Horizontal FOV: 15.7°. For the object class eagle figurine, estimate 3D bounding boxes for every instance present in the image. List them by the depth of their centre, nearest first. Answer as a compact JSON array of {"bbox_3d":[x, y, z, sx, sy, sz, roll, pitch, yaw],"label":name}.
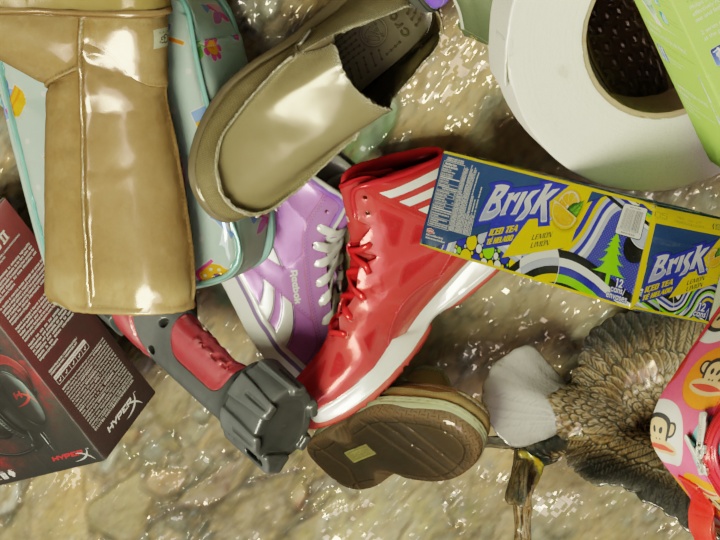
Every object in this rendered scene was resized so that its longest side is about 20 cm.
[{"bbox_3d":[0.188,0.101,1.714,0.199,0.151,0.152,-7,111,30],"label":"eagle figurine"}]

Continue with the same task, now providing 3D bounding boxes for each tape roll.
[{"bbox_3d":[0.175,-0.146,1.551,0.202,0.037,0.204,-6,112,-14],"label":"tape roll"}]

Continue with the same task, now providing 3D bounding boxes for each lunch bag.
[{"bbox_3d":[0.265,0.115,1.601,0.082,0.176,0.200,17,154,53],"label":"lunch bag"},{"bbox_3d":[-0.146,-0.083,1.667,0.160,0.077,0.201,-10,94,25],"label":"lunch bag"}]

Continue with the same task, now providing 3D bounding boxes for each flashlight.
[{"bbox_3d":[-0.101,0.049,1.712,0.068,0.200,0.068,-42,135,-12],"label":"flashlight"}]

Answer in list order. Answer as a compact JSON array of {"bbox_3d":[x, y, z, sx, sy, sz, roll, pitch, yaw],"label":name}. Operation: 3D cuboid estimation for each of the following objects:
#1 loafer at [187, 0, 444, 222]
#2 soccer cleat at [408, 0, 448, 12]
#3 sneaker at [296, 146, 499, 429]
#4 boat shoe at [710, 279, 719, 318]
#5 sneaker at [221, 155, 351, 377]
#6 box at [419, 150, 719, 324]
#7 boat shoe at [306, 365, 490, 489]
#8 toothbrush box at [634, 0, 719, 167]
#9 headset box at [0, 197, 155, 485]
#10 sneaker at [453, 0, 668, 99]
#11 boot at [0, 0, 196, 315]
[{"bbox_3d":[-0.025,-0.109,1.593,0.200,0.067,0.076,-49,115,-10],"label":"loafer"},{"bbox_3d":[0.034,-0.233,1.404,0.073,0.068,0.201,-9,116,14],"label":"soccer cleat"},{"bbox_3d":[0.000,0.000,1.687,0.200,0.078,0.116,-46,112,-1],"label":"sneaker"},{"bbox_3d":[0.286,-0.029,1.643,0.071,0.070,0.201,8,119,-25],"label":"boat shoe"},{"bbox_3d":[-0.029,-0.004,1.727,0.114,0.073,0.201,-23,114,22],"label":"sneaker"},{"bbox_3d":[0.127,-0.022,1.570,0.070,0.200,0.065,10,96,-37],"label":"box"},{"bbox_3d":[0.033,0.093,1.729,0.072,0.076,0.200,47,154,-16],"label":"boat shoe"},{"bbox_3d":[0.239,-0.165,1.494,0.145,0.086,0.200,-32,117,-4],"label":"toothbrush box"},{"bbox_3d":[-0.261,0.046,1.790,0.148,0.075,0.200,-15,119,41],"label":"headset box"},{"bbox_3d":[0.105,-0.159,1.604,0.090,0.067,0.200,-13,127,41],"label":"sneaker"},{"bbox_3d":[-0.188,-0.075,1.609,0.175,0.066,0.201,3,101,24],"label":"boot"}]
